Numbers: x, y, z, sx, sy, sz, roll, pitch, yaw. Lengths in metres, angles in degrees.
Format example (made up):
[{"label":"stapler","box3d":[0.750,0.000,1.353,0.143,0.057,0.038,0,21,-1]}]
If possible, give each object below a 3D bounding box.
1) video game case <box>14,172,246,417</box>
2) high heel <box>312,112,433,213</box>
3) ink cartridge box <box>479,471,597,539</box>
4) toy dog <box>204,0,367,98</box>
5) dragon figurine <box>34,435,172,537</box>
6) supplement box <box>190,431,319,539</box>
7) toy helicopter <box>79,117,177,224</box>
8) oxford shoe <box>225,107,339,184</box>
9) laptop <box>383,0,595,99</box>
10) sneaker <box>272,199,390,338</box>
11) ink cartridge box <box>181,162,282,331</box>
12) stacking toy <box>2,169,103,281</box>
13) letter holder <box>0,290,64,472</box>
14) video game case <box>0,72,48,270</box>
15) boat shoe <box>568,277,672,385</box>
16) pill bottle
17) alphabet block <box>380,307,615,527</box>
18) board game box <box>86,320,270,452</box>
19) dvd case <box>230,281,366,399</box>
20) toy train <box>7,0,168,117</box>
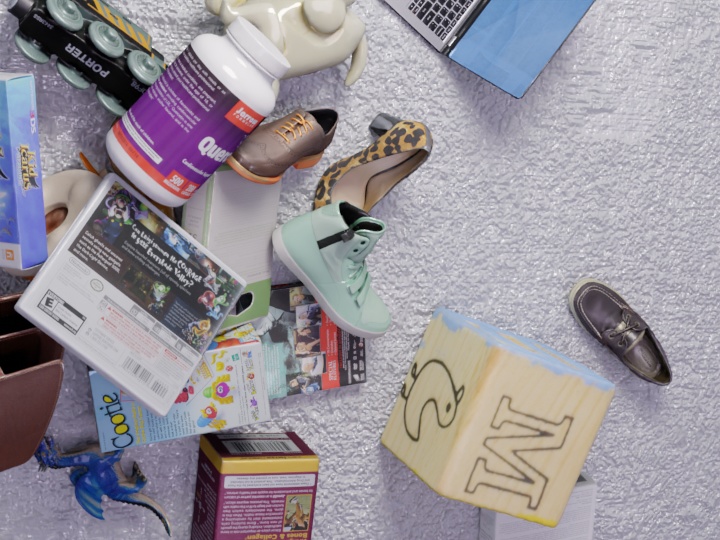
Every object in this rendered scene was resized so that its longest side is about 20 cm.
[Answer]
[{"label":"video game case","box3d":[-0.241,0.027,1.466,0.200,0.023,0.182,41,65,-22]},{"label":"high heel","box3d":[0.010,-0.095,1.637,0.071,0.143,0.200,29,92,-27]},{"label":"ink cartridge box","box3d":[0.246,0.390,1.925,0.162,0.057,0.201,-6,115,-21]},{"label":"toy dog","box3d":[-0.104,-0.256,1.567,0.200,0.140,0.194,-43,133,-5]},{"label":"dragon figurine","box3d":[-0.313,0.258,1.645,0.099,0.059,0.200,-35,114,-10]},{"label":"supplement box","box3d":[-0.135,0.311,1.709,0.130,0.103,0.201,3,102,-23]},{"label":"toy helicopter","box3d":[-0.242,-0.086,1.570,0.132,0.079,0.201,-11,101,-2]},{"label":"oxford shoe","box3d":[-0.090,-0.152,1.564,0.071,0.200,0.073,45,119,7]},{"label":"laptop","box3d":[0.156,-0.346,1.645,0.200,0.116,0.187,39,87,-26]},{"label":"sneaker","box3d":[0.000,0.000,1.643,0.118,0.074,0.200,-27,124,30]},{"label":"ink cartridge box","box3d":[-0.152,-0.036,1.597,0.145,0.048,0.201,-17,118,-60]},{"label":"stacking toy","box3d":[-0.305,-0.004,1.560,0.146,0.146,0.200,-42,133,-7]},{"label":"letter holder","box3d":[-0.370,0.121,1.498,0.142,0.101,0.200,-15,148,-36]},{"label":"video game case","box3d":[-0.418,-0.110,1.443,0.045,0.181,0.201,-27,120,-58]},{"label":"boat shoe","box3d":[0.363,0.087,1.876,0.072,0.065,0.200,-45,115,-4]},{"label":"pill bottle","box3d":[-0.169,-0.170,1.454,0.200,0.113,0.112,-45,117,11]},{"label":"alphabet block","box3d":[0.174,0.186,1.755,0.196,0.195,0.201,20,95,-24]},{"label":"board game box","box3d":[-0.217,0.132,1.614,0.199,0.103,0.105,-9,107,-13]},{"label":"dvd case","box3d":[-0.089,0.087,1.713,0.199,0.022,0.147,-9,107,-21]},{"label":"toy train","box3d":[-0.291,-0.252,1.488,0.200,0.114,0.085,34,123,-29]}]
